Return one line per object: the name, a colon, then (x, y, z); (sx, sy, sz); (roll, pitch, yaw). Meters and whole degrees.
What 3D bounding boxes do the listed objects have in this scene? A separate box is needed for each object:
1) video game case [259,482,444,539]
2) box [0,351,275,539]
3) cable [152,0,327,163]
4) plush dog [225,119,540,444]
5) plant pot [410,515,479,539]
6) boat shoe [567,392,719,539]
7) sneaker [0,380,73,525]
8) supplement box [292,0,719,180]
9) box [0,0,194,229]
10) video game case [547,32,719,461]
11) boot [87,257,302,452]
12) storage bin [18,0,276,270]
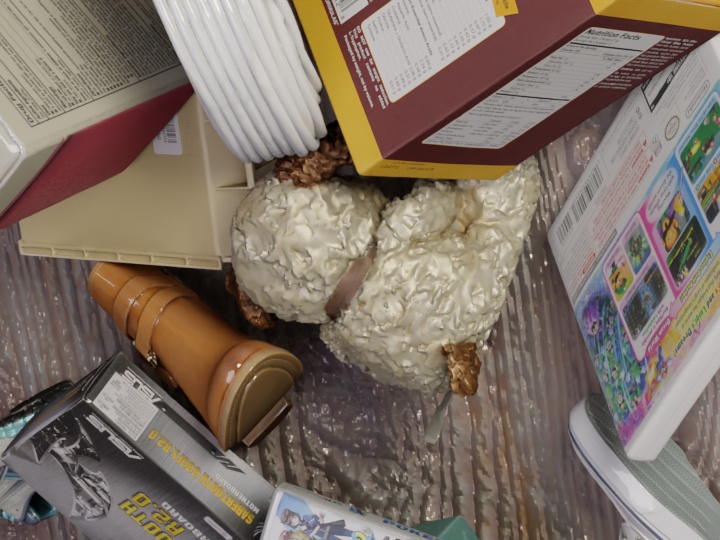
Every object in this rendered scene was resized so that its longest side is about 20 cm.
video game case: (0.004, 0.259, 1.379); (0.181, 0.022, 0.201); (19, 102, 10)
box: (-0.138, 0.158, 1.493); (0.200, 0.048, 0.158); (43, 144, -11)
cable: (-0.077, -0.155, 1.226); (0.069, 0.200, 0.201); (-21, 121, 1)
plush dog: (0.000, 0.000, 1.322); (0.171, 0.161, 0.201); (24, 123, -7)
plant pot: (0.008, 0.265, 1.457); (0.200, 0.141, 0.142); (-36, 88, 26)
boat shoe: (0.192, 0.168, 1.346); (0.200, 0.073, 0.067); (47, 122, 6)
sneaker: (-0.274, 0.160, 1.619); (0.199, 0.078, 0.087); (-26, 98, 35)
supplement box: (0.075, -0.185, 1.213); (0.199, 0.132, 0.199); (-32, 71, 35)
box: (-0.208, -0.110, 1.288); (0.128, 0.200, 0.109); (50, 124, 5)
video game case: (0.178, -0.024, 1.231); (0.183, 0.024, 0.201); (-106, 33, -42)
boot: (-0.114, 0.041, 1.427); (0.155, 0.200, 0.077); (44, 88, 6)
storage bin: (-0.140, -0.113, 1.426); (0.197, 0.094, 0.202); (4, 110, 29)
